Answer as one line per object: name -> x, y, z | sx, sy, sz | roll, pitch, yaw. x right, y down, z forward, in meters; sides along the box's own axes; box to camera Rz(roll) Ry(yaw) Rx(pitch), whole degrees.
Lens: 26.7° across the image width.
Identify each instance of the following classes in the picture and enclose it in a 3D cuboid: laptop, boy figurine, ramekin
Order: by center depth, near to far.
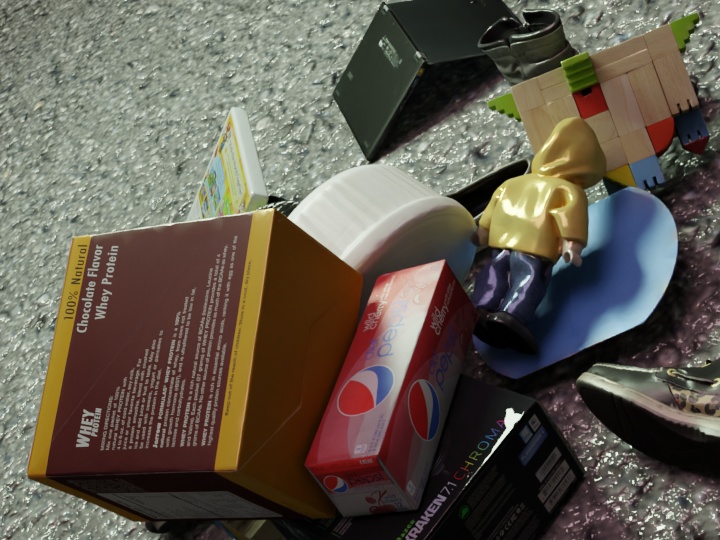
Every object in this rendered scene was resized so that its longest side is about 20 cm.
boy figurine -> 0.144, -0.035, 1.268 | 0.123, 0.064, 0.202 | 4, 63, 48
ramekin -> 0.000, 0.000, 1.315 | 0.202, 0.203, 0.094 | -42, 63, -9
laptop -> 0.079, -0.227, 1.722 | 0.201, 0.115, 0.188 | -59, 26, 19

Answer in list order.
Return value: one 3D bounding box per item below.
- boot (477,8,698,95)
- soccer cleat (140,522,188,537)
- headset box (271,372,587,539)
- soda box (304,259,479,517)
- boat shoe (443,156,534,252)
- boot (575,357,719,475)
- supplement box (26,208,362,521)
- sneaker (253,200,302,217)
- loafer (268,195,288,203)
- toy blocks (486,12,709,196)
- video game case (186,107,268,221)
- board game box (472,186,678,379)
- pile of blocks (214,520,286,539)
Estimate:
boot -> 0.209, -0.187, 1.431 | 0.198, 0.132, 0.070 | -4, 42, 40
soccer cleat -> -0.129, 0.153, 1.361 | 0.199, 0.070, 0.087 | -36, 62, 3
headset box -> 0.041, 0.168, 1.178 | 0.174, 0.093, 0.199 | -48, 33, -19
soda box -> 0.028, 0.087, 1.148 | 0.069, 0.064, 0.201 | -13, 38, 32
boat shoe -> 0.090, -0.046, 1.432 | 0.199, 0.061, 0.072 | -25, 34, 17
boot -> 0.270, 0.069, 1.103 | 0.199, 0.073, 0.151 | 13, 57, 46
supplement box -> -0.124, 0.079, 1.160 | 0.198, 0.133, 0.200 | -7, 65, 30
sneaker -> -0.040, -0.032, 1.460 | 0.198, 0.076, 0.076 | -17, 68, 24
loafer -> -0.078, -0.030, 1.565 | 0.070, 0.069, 0.199 | -41, 34, -26
toy blocks -> 0.227, -0.122, 1.338 | 0.198, 0.138, 0.100 | -21, -6, 11
video game case -> -0.149, -0.051, 1.612 | 0.201, 0.023, 0.184 | -108, 38, -57
board game box -> 0.187, 0.021, 1.281 | 0.198, 0.039, 0.159 | -27, 38, 24
pile of blocks -> -0.124, 0.169, 1.292 | 0.062, 0.200, 0.082 | -47, -7, -18
